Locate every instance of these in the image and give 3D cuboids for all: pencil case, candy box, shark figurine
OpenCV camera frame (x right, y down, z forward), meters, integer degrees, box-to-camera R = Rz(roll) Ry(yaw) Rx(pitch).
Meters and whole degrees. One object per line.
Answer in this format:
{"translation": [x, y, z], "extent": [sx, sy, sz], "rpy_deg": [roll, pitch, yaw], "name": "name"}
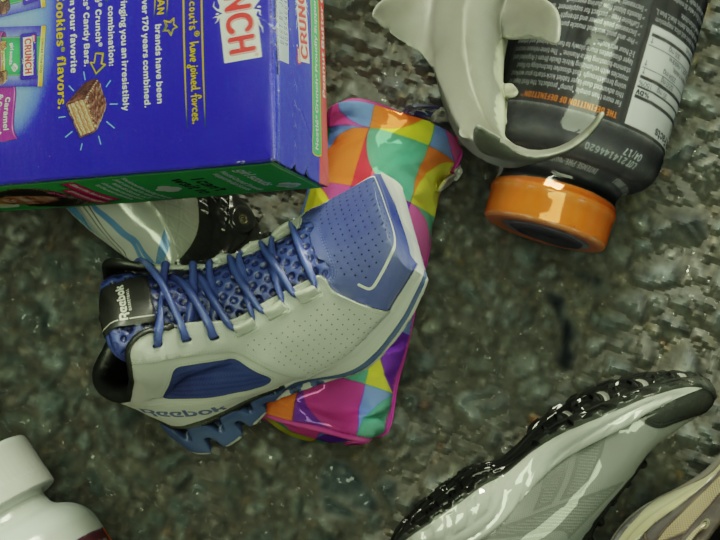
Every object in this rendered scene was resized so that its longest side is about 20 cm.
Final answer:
{"translation": [0.000, 0.000, 1.002], "extent": [0.088, 0.088, 0.200], "rpy_deg": [16, 84, 3], "name": "pencil case"}
{"translation": [-0.120, -0.123, 0.918], "extent": [0.200, 0.077, 0.169], "rpy_deg": [-3, 83, 22], "name": "candy box"}
{"translation": [0.050, -0.114, 0.940], "extent": [0.089, 0.128, 0.215], "rpy_deg": [20, 46, -22], "name": "shark figurine"}

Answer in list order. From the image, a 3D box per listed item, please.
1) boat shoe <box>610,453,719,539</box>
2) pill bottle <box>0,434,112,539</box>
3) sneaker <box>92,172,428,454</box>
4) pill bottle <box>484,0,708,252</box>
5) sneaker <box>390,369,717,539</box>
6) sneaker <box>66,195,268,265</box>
{"translation": [0.228, 0.128, 0.974], "extent": [0.200, 0.073, 0.075], "rpy_deg": [-42, 115, -5], "name": "boat shoe"}
{"translation": [-0.168, 0.196, 0.962], "extent": [0.109, 0.110, 0.200], "rpy_deg": [-33, 84, -4], "name": "pill bottle"}
{"translation": [-0.068, 0.023, 0.915], "extent": [0.199, 0.115, 0.081], "rpy_deg": [-37, 53, 27], "name": "sneaker"}
{"translation": [0.130, -0.113, 1.002], "extent": [0.106, 0.106, 0.200], "rpy_deg": [17, 83, 3], "name": "pill bottle"}
{"translation": [0.115, 0.123, 0.995], "extent": [0.200, 0.074, 0.079], "rpy_deg": [-35, 93, 2], "name": "sneaker"}
{"translation": [-0.121, -0.033, 1.022], "extent": [0.200, 0.072, 0.072], "rpy_deg": [48, 59, -6], "name": "sneaker"}
